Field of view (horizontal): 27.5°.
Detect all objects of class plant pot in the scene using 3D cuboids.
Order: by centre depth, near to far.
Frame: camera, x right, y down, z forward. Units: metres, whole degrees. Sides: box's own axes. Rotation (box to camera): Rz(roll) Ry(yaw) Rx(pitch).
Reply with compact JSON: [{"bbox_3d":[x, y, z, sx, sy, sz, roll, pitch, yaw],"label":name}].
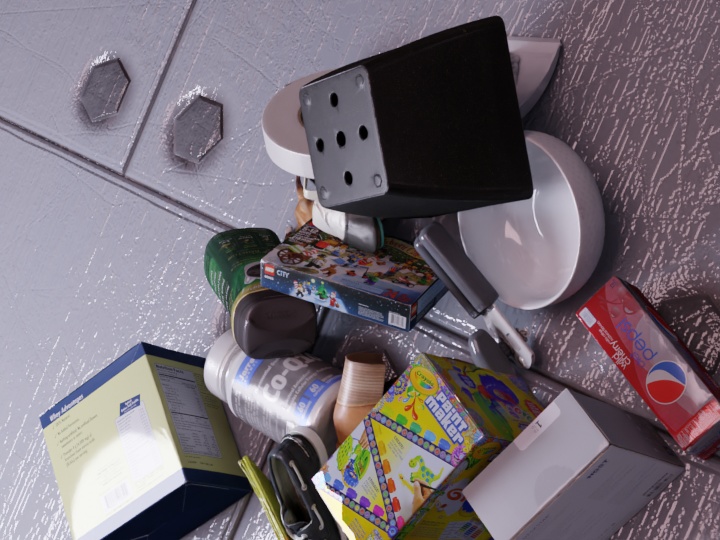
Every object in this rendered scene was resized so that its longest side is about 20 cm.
[{"bbox_3d":[0.048,-0.154,1.614,0.199,0.176,0.202,-8,93,54],"label":"plant pot"}]

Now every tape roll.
[{"bbox_3d":[-0.024,-0.183,1.806,0.200,0.037,0.204,-6,38,5],"label":"tape roll"}]

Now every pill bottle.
[{"bbox_3d":[-0.092,0.149,1.793,0.199,0.113,0.115,25,92,35],"label":"pill bottle"}]

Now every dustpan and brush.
[{"bbox_3d":[0.151,-0.192,1.750,0.138,0.057,0.203,9,83,35],"label":"dustpan and brush"}]

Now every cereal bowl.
[{"bbox_3d":[0.202,-0.060,1.647,0.199,0.083,0.203,19,114,51],"label":"cereal bowl"}]

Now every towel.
[{"bbox_3d":[-0.091,0.317,1.757,0.018,0.086,0.201,-30,55,-1],"label":"towel"}]

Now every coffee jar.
[{"bbox_3d":[-0.122,0.028,1.800,0.200,0.103,0.086,-123,31,-56],"label":"coffee jar"}]

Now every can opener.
[{"bbox_3d":[0.126,0.037,1.658,0.066,0.053,0.201,-32,83,-21],"label":"can opener"}]

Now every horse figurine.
[{"bbox_3d":[-0.025,-0.083,1.849,0.198,0.050,0.134,-2,71,36],"label":"horse figurine"}]

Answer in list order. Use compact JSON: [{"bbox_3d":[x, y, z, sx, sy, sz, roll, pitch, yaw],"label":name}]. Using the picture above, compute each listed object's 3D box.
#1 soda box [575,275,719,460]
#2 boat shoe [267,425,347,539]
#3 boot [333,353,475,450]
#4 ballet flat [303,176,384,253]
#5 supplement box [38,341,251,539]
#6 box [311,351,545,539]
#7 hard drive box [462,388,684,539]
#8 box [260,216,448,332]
[{"bbox_3d":[0.317,0.102,1.555,0.063,0.070,0.201,-44,57,16],"label":"soda box"},{"bbox_3d":[-0.067,0.279,1.713,0.075,0.060,0.202,8,121,43],"label":"boat shoe"},{"bbox_3d":[0.067,0.183,1.696,0.197,0.077,0.158,3,104,-4],"label":"boot"},{"bbox_3d":[-0.030,-0.082,1.760,0.201,0.067,0.069,-116,23,-52],"label":"ballet flat"},{"bbox_3d":[-0.278,0.234,1.884,0.199,0.134,0.202,-34,61,22],"label":"supplement box"},{"bbox_3d":[0.093,0.210,1.565,0.193,0.199,0.122,-49,55,17],"label":"box"},{"bbox_3d":[0.222,0.215,1.510,0.156,0.199,0.077,-46,58,14],"label":"hard drive box"},{"bbox_3d":[0.000,0.000,1.734,0.198,0.137,0.038,16,123,22],"label":"box"}]
